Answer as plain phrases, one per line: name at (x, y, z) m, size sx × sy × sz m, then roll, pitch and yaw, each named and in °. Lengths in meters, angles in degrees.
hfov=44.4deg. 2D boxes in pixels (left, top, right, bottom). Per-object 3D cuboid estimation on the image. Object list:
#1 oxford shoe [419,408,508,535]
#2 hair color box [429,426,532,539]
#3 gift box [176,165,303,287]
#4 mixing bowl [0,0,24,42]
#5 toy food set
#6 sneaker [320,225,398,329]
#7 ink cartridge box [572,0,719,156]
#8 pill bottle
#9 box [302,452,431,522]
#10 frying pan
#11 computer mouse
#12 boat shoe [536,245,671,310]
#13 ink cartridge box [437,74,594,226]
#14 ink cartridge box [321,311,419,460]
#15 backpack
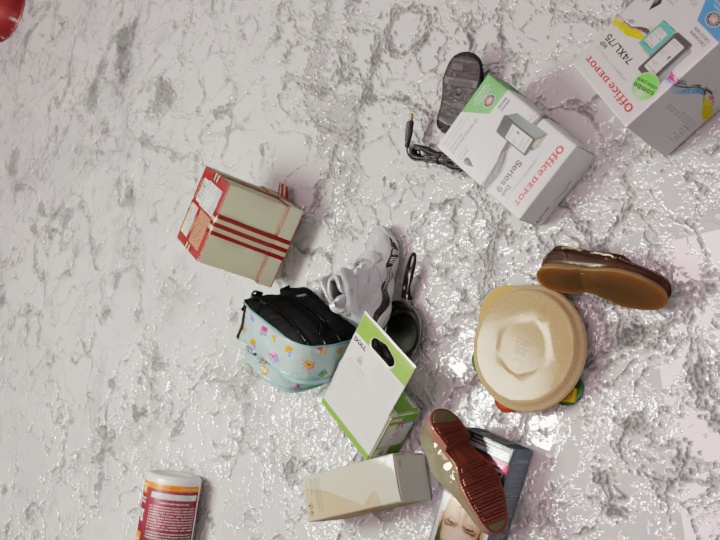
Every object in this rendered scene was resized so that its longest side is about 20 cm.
oxford shoe at (0.152, 0.306, 1.312) m, size 0.201 × 0.070 × 0.074 m, roll 64°, pitch 143°, yaw 30°
hair color box at (0.181, 0.352, 1.347) m, size 0.099 × 0.060 × 0.202 m, roll 18°, pitch 92°, yaw 41°
gift box at (-0.228, -0.095, 1.715) m, size 0.186 × 0.186 × 0.200 m, roll -63°, pitch 31°, yaw 12°
mixing bowl at (-1.114, -0.805, 2.659) m, size 0.199 × 0.108 × 0.202 m, roll -11°, pitch 72°, yaw 38°
toy food set at (0.256, 0.121, 1.348) m, size 0.199 × 0.048 × 0.200 m, roll 2°, pitch 81°, yaw 39°
sneaker at (0.000, 0.000, 1.524) m, size 0.075 × 0.114 × 0.202 m, roll -25°, pitch 51°, yaw 48°
ink cartridge box at (0.436, -0.293, 1.232) m, size 0.200 × 0.146 × 0.147 m, roll -44°, pitch 55°, yaw 23°
pill bottle at (-0.383, 0.503, 1.743) m, size 0.112 × 0.113 × 0.202 m, roll 1°, pitch 80°, yaw 39°
box at (0.009, 0.361, 1.466) m, size 0.199 × 0.095 × 0.078 m, roll -23°, pitch 67°, yaw 35°
frying pan at (0.061, 0.073, 1.530) m, size 0.114 × 0.031 × 0.192 m, roll -15°, pitch 68°, yaw 38°
computer mouse at (0.148, -0.276, 1.532) m, size 0.140 × 0.046 × 0.202 m, roll 11°, pitch 97°, yaw 33°
boat shoe at (0.357, 0.002, 1.280) m, size 0.199 × 0.071 × 0.070 m, roll 16°, pitch 50°, yaw 35°
ink cartridge box at (0.244, -0.189, 1.392) m, size 0.200 × 0.084 × 0.146 m, roll 46°, pitch 110°, yaw 29°
ink cartridge box at (0.034, 0.189, 1.467) m, size 0.148 × 0.075 × 0.201 m, roll 46°, pitch 123°, yaw 36°
backpack at (-0.106, 0.129, 1.565) m, size 0.199 × 0.175 × 0.155 m, roll 24°, pitch 111°, yaw 41°
